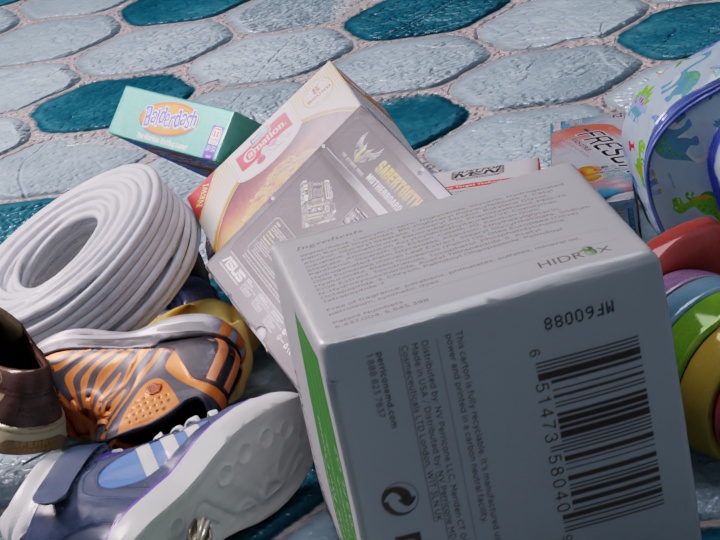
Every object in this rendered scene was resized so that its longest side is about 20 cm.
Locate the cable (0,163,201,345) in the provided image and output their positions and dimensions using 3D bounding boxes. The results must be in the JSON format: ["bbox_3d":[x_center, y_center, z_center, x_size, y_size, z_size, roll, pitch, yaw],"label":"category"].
[{"bbox_3d":[-0.213,0.004,1.629,0.199,0.069,0.200,-23,29,28],"label":"cable"}]

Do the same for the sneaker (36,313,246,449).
[{"bbox_3d":[-0.176,0.098,1.493,0.199,0.078,0.112,-18,36,29],"label":"sneaker"}]

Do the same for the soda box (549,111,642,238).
[{"bbox_3d":[0.181,-0.057,1.683,0.063,0.069,0.200,-9,22,7],"label":"soda box"}]

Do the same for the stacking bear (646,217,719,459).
[{"bbox_3d":[0.237,0.068,1.333,0.113,0.122,0.200,-19,31,-22],"label":"stacking bear"}]

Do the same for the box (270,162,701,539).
[{"bbox_3d":[0.071,0.073,1.271,0.199,0.200,0.171,-14,23,-6],"label":"box"}]

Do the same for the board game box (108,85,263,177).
[{"bbox_3d":[-0.080,-0.084,1.756,0.200,0.045,0.152,24,-4,-42],"label":"board game box"}]

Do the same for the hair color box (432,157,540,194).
[{"bbox_3d":[0.092,-0.015,1.644,0.101,0.062,0.200,-8,24,8],"label":"hair color box"}]

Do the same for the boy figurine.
[{"bbox_3d":[-0.129,0.044,1.611,0.124,0.065,0.200,-13,20,-11],"label":"boy figurine"}]

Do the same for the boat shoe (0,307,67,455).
[{"bbox_3d":[-0.245,0.054,1.463,0.072,0.072,0.200,-8,23,-21],"label":"boat shoe"}]

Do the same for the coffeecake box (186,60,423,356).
[{"bbox_3d":[-0.023,-0.033,1.577,0.153,0.073,0.200,-43,39,10],"label":"coffeecake box"}]

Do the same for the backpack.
[{"bbox_3d":[0.294,-0.081,1.543,0.199,0.184,0.147,-25,25,5],"label":"backpack"}]

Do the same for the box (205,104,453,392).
[{"bbox_3d":[0.000,0.000,1.433,0.158,0.048,0.200,-45,40,3],"label":"box"}]

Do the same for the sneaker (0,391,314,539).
[{"bbox_3d":[-0.137,0.127,1.398,0.146,0.081,0.200,14,39,38],"label":"sneaker"}]

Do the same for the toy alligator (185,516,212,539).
[{"bbox_3d":[-0.070,0.200,1.242,0.054,0.059,0.200,28,16,-15],"label":"toy alligator"}]

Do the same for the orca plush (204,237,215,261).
[{"bbox_3d":[-0.044,0.008,1.687,0.199,0.071,0.106,7,73,46],"label":"orca plush"}]
